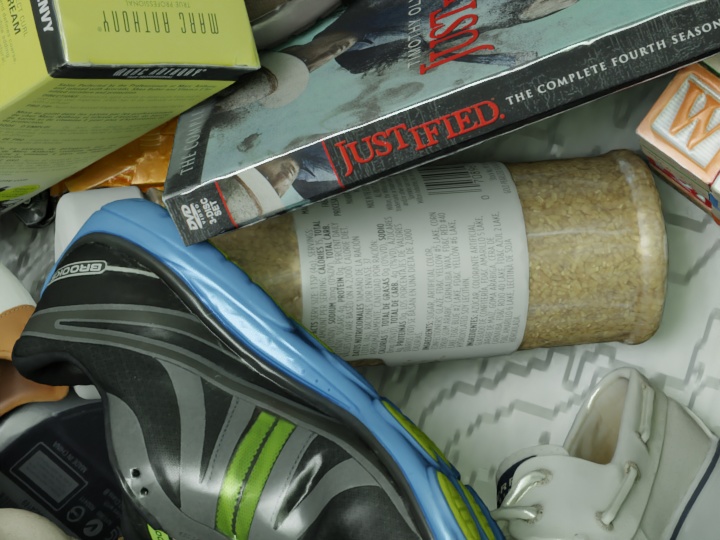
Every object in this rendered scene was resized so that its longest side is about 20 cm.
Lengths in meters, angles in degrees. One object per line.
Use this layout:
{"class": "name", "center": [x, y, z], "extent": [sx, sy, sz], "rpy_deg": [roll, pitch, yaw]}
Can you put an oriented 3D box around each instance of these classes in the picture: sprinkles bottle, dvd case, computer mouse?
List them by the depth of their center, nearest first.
{"class": "dvd case", "center": [0.038, -0.078, 0.780], "extent": [0.199, 0.146, 0.022], "rpy_deg": [-21, 115, 12]}
{"class": "sprinkles bottle", "center": [0.000, 0.000, 0.847], "extent": [0.198, 0.068, 0.069], "rpy_deg": [-5, 84, -11]}
{"class": "computer mouse", "center": [-0.151, 0.096, 0.881], "extent": [0.200, 0.139, 0.053], "rpy_deg": [-38, 44, -3]}

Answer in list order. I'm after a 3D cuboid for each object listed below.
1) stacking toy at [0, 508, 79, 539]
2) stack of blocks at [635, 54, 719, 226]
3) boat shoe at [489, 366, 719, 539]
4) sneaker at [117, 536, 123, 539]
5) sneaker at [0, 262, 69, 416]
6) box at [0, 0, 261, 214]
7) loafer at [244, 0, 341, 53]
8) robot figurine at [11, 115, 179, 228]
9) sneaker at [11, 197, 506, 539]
{"class": "stacking toy", "center": [-0.111, 0.182, 0.747], "extent": [0.145, 0.146, 0.201], "rpy_deg": [25, 93, 10]}
{"class": "stack of blocks", "center": [0.187, -0.003, 0.824], "extent": [0.200, 0.115, 0.059], "rpy_deg": [38, 92, 10]}
{"class": "boat shoe", "center": [0.064, 0.090, 0.797], "extent": [0.070, 0.200, 0.071], "rpy_deg": [48, 126, -3]}
{"class": "sneaker", "center": [-0.101, 0.173, 0.859], "extent": [0.075, 0.088, 0.200], "rpy_deg": [40, 95, -14]}
{"class": "sneaker", "center": [-0.176, 0.070, 0.792], "extent": [0.200, 0.073, 0.085], "rpy_deg": [-41, 70, -16]}
{"class": "box", "center": [-0.122, -0.053, 0.804], "extent": [0.200, 0.075, 0.050], "rpy_deg": [-25, 74, 47]}
{"class": "loafer", "center": [-0.010, -0.150, 0.826], "extent": [0.200, 0.073, 0.071], "rpy_deg": [-50, 119, -15]}
{"class": "robot figurine", "center": [-0.069, -0.105, 0.902], "extent": [0.144, 0.058, 0.202], "rpy_deg": [-2, 84, 9]}
{"class": "sneaker", "center": [-0.026, 0.062, 0.745], "extent": [0.199, 0.071, 0.083], "rpy_deg": [40, 88, 25]}
